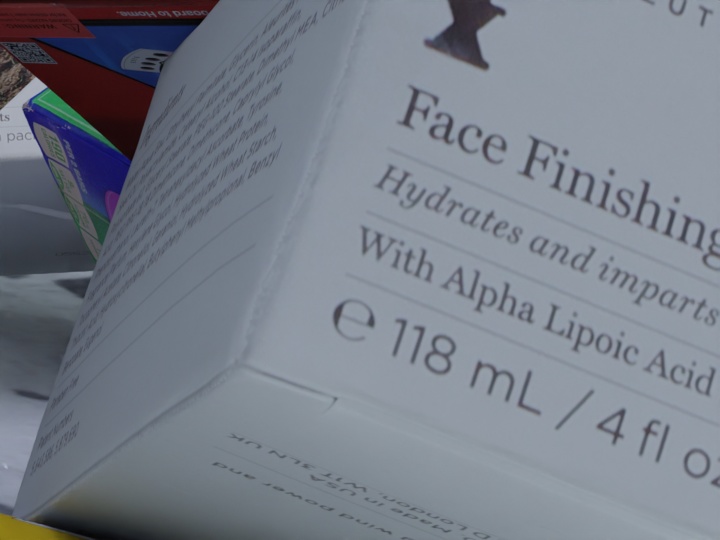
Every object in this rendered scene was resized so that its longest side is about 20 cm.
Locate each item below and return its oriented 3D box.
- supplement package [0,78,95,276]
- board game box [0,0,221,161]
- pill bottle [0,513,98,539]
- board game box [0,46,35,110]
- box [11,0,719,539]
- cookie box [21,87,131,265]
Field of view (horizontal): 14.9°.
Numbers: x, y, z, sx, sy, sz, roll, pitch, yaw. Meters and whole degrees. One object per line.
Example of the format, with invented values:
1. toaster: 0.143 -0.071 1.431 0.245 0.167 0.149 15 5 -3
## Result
1. supplement package: -0.090 -0.073 1.039 0.199 0.112 0.156 -4 -15 -10
2. board game box: 0.009 -0.048 0.679 0.199 0.020 0.103 3 -21 29
3. pill bottle: -0.061 0.114 0.583 0.199 0.113 0.112 14 16 11
4. board game box: -0.162 -0.092 0.707 0.159 0.200 0.097 23 29 -58
5. box: 0.054 0.016 0.584 0.198 0.131 0.200 22 -19 -13
6. cookie box: 0.005 0.027 0.813 0.075 0.172 0.200 -37 37 -20
